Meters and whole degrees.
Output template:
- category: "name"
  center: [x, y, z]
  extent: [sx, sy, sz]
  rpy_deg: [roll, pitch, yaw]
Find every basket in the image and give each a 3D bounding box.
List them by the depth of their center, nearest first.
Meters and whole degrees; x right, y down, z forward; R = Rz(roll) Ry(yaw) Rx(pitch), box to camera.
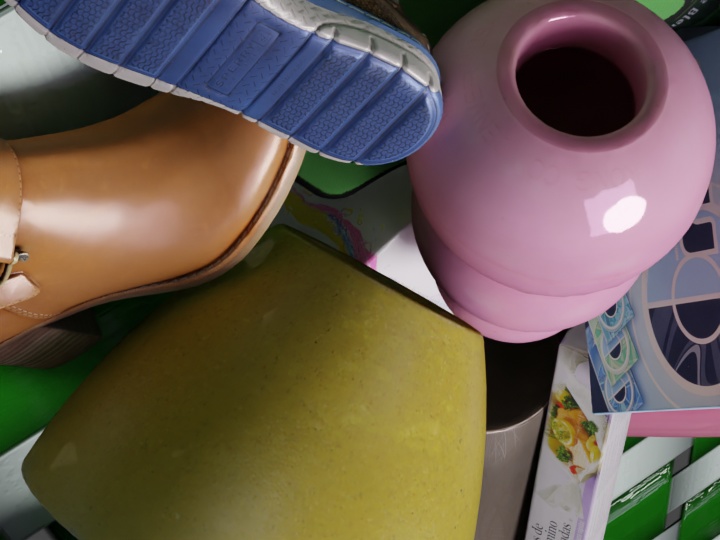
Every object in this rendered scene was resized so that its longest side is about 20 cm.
- category: "basket"
  center: [0.050, 0.110, 1.035]
  extent: [0.178, 0.137, 0.201]
  rpy_deg: [-13, 142, -19]

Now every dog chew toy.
- category: "dog chew toy"
  center: [0.076, -0.032, 0.729]
  extent: [0.124, 0.125, 0.200]
  rpy_deg: [-29, 161, -15]

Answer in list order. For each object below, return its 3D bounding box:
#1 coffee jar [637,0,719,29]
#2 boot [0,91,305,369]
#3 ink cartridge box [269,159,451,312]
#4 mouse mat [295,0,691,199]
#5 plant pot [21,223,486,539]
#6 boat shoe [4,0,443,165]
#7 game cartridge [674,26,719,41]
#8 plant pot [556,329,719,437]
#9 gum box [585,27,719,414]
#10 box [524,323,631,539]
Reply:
- category: "coffee jar"
  center: [0.174, -0.161, 0.806]
  extent: [0.199, 0.086, 0.105]
  rpy_deg: [-7, 143, -46]
- category: "boot"
  center: [-0.126, -0.036, 0.661]
  extent: [0.199, 0.077, 0.155]
  rpy_deg: [-33, 151, 25]
- category: "ink cartridge box"
  center: [0.000, 0.000, 0.869]
  extent: [0.200, 0.067, 0.117]
  rpy_deg: [-44, 151, 11]
- category: "mouse mat"
  center: [0.023, -0.101, 0.713]
  extent: [0.199, 0.008, 0.161]
  rpy_deg: [-26, 146, 24]
- category: "plant pot"
  center: [-0.024, 0.066, 0.738]
  extent: [0.143, 0.199, 0.200]
  rpy_deg: [-62, 150, 1]
- category: "boat shoe"
  center: [-0.058, -0.106, 0.618]
  extent: [0.199, 0.073, 0.072]
  rpy_deg: [29, 126, -33]
- category: "game cartridge"
  center: [0.201, -0.072, 0.929]
  extent: [0.199, 0.134, 0.041]
  rpy_deg: [-35, 179, -3]
- category: "plant pot"
  center: [0.204, 0.017, 1.029]
  extent: [0.177, 0.201, 0.201]
  rpy_deg: [-11, 146, -14]
- category: "gum box"
  center: [0.171, -0.022, 0.805]
  extent: [0.044, 0.172, 0.200]
  rpy_deg: [-3, 175, -27]
- category: "box"
  center: [0.124, 0.108, 0.974]
  extent: [0.041, 0.038, 0.201]
  rpy_deg: [-46, 151, -40]
